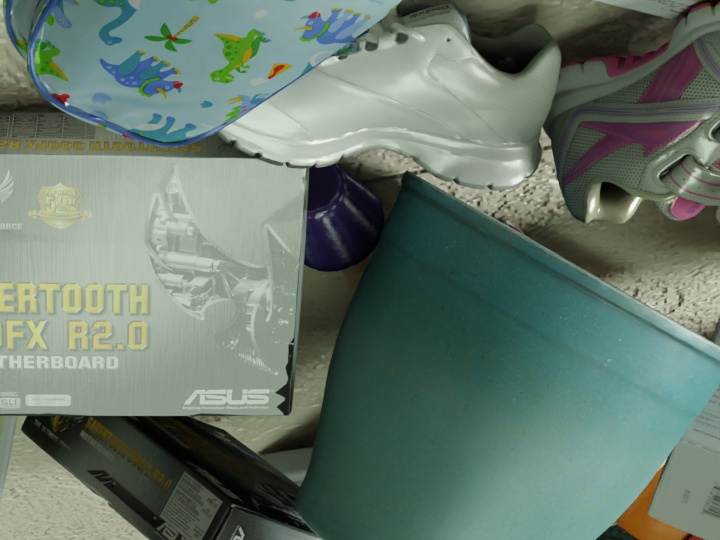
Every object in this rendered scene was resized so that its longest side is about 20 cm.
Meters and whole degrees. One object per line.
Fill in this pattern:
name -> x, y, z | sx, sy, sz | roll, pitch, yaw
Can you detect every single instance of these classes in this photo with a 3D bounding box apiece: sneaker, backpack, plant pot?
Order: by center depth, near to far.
backpack -> -0.059, -0.142, 0.683 | 0.200, 0.154, 0.163 | -17, 158, 36
sneaker -> 0.006, -0.097, 0.841 | 0.200, 0.075, 0.087 | 3, 129, -23
sneaker -> 0.171, -0.073, 0.842 | 0.081, 0.088, 0.200 | 1, 167, -37
plant pot -> 0.065, 0.076, 0.913 | 0.200, 0.200, 0.188 | 27, 95, -45

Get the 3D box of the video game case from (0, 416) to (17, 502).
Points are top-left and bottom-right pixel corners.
video game case -> -0.317, 0.108, 1.118 | 0.182, 0.022, 0.200 | 1, 147, -17

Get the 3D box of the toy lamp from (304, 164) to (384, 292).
toy lamp -> 0.000, 0.000, 0.996 | 0.058, 0.058, 0.200 | -14, 150, 8

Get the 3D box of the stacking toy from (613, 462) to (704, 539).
stacking toy -> 0.269, 0.174, 1.122 | 0.146, 0.200, 0.146 | -40, 164, -14

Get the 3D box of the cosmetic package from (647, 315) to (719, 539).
cosmetic package -> 0.243, 0.053, 1.002 | 0.085, 0.200, 0.108 | 20, 149, 11

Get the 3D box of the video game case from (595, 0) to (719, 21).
video game case -> 0.201, -0.145, 0.747 | 0.182, 0.023, 0.200 | 3, 169, -45

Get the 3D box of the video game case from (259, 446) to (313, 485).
video game case -> 0.057, 0.144, 1.223 | 0.182, 0.022, 0.200 | 17, 159, -37

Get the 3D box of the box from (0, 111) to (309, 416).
box -> -0.130, -0.001, 0.887 | 0.200, 0.048, 0.159 | 1, 122, -8

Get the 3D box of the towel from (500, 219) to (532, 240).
towel -> 0.077, 0.087, 1.041 | 0.144, 0.023, 0.200 | 37, 86, -31

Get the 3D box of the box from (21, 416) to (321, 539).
box -> -0.093, 0.139, 1.065 | 0.158, 0.200, 0.048 | 27, 92, -45

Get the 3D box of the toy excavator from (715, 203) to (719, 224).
toy excavator -> 0.276, -0.049, 0.858 | 0.200, 0.100, 0.194 | -35, 161, 5
